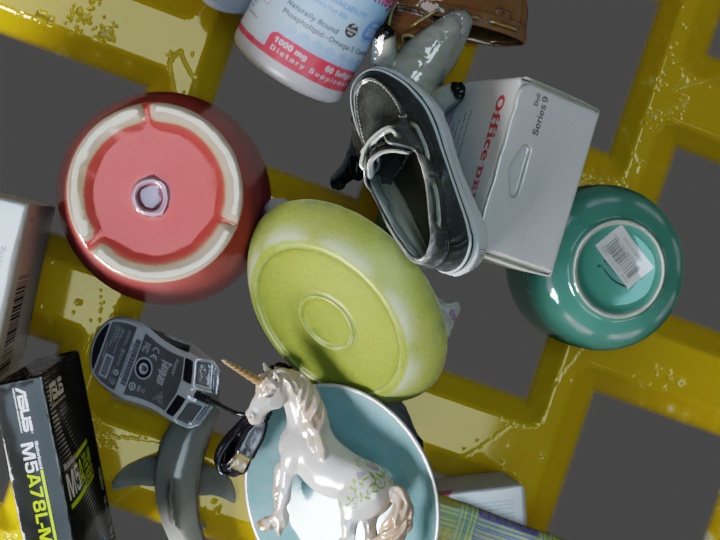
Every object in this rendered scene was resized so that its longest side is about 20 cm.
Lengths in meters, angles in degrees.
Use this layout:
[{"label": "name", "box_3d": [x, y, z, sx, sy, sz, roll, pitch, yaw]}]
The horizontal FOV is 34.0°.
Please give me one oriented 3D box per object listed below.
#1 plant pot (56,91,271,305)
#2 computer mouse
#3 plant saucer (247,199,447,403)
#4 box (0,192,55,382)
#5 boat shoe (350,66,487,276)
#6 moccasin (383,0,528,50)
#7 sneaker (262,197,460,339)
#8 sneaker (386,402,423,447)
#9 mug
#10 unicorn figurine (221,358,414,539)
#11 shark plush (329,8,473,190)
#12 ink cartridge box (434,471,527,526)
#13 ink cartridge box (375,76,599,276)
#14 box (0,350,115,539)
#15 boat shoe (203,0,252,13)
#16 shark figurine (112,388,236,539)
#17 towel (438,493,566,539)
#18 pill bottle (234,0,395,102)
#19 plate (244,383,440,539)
[{"label": "plant pot", "box_3d": [-0.172, -0.063, 1.008, 0.198, 0.177, 0.203, 0, 92, -7]}, {"label": "computer mouse", "box_3d": [-0.156, 0.099, 1.054, 0.198, 0.044, 0.111, 25, 96, 24]}, {"label": "plant saucer", "box_3d": [-0.021, 0.036, 0.975, 0.200, 0.200, 0.031, 50, 49, -6]}, {"label": "box", "box_3d": [-0.346, 0.027, 0.978, 0.129, 0.200, 0.202, 13, 91, -9]}, {"label": "boat shoe", "box_3d": [0.035, -0.087, 0.928, 0.072, 0.070, 0.201, -44, 58, 28]}, {"label": "moccasin", "box_3d": [0.057, -0.229, 1.088, 0.199, 0.074, 0.079, -2, 84, -15]}, {"label": "sneaker", "box_3d": [0.000, 0.000, 1.032, 0.200, 0.075, 0.100, 43, 73, 2]}, {"label": "sneaker", "box_3d": [0.024, 0.077, 1.086, 0.113, 0.075, 0.201, -35, 93, -2]}, {"label": "mug", "box_3d": [0.206, -0.004, 1.088, 0.182, 0.114, 0.154, 4, 91, -8]}, {"label": "unicorn figurine", "box_3d": [-0.038, 0.166, 0.977, 0.198, 0.074, 0.139, 26, 109, 9]}, {"label": "shark plush", "box_3d": [0.038, -0.140, 1.049, 0.090, 0.083, 0.201, 27, 125, 4]}, {"label": "ink cartridge box", "box_3d": [0.083, 0.300, 1.098, 0.144, 0.085, 0.203, -4, 91, -6]}, {"label": "ink cartridge box", "box_3d": [0.103, -0.084, 1.024, 0.087, 0.200, 0.147, 16, 89, -23]}, {"label": "box", "box_3d": [-0.253, 0.175, 0.994, 0.047, 0.200, 0.196, -9, 92, -5]}, {"label": "boat shoe", "box_3d": [-0.075, -0.303, 1.063, 0.201, 0.086, 0.075, -40, 127, -16]}, {"label": "shark figurine", "box_3d": [-0.149, 0.231, 1.067, 0.127, 0.089, 0.217, -22, 93, -4]}, {"label": "towel", "box_3d": [0.088, 0.280, 1.045, 0.198, 0.023, 0.145, 18, 89, -7]}, {"label": "pill bottle", "box_3d": [-0.017, -0.253, 0.988, 0.108, 0.109, 0.201, 29, 107, -7]}, {"label": "plate", "box_3d": [-0.015, 0.195, 1.014, 0.198, 0.025, 0.203, 5, 99, 32]}]
